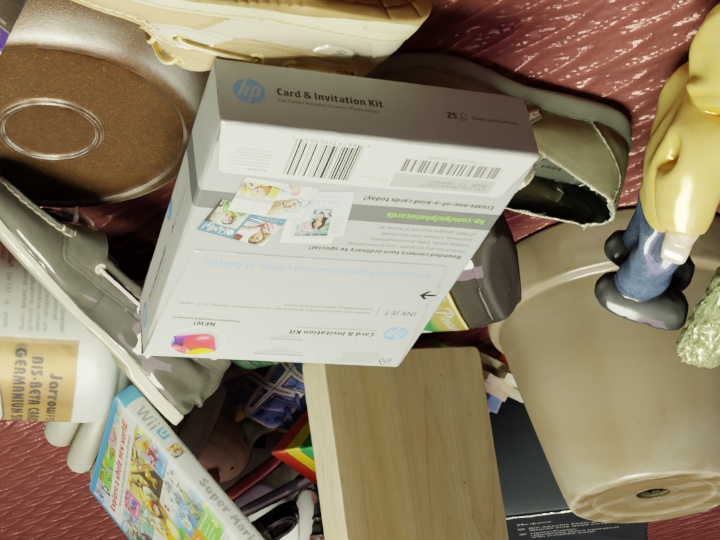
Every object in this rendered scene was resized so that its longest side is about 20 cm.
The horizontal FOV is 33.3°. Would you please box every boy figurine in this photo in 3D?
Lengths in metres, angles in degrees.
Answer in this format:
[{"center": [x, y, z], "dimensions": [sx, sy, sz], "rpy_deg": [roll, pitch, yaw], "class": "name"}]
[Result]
[{"center": [0.185, -0.064, 0.649], "dimensions": [0.064, 0.125, 0.201], "rpy_deg": [20, 133, 4], "class": "boy figurine"}]

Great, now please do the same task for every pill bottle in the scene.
[{"center": [-0.096, 0.200, 1.029], "dimensions": [0.110, 0.112, 0.200], "rpy_deg": [-1, -178, -5], "class": "pill bottle"}, {"center": [-0.206, 0.041, 0.788], "dimensions": [0.198, 0.115, 0.114], "rpy_deg": [4, 152, -16], "class": "pill bottle"}]

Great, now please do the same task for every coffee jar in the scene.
[{"center": [0.000, 0.000, 0.768], "dimensions": [0.198, 0.086, 0.104], "rpy_deg": [-10, 149, 14], "class": "coffee jar"}]

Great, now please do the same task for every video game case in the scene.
[{"center": [-0.100, 0.182, 0.772], "dimensions": [0.018, 0.200, 0.143], "rpy_deg": [-34, 163, -34], "class": "video game case"}]

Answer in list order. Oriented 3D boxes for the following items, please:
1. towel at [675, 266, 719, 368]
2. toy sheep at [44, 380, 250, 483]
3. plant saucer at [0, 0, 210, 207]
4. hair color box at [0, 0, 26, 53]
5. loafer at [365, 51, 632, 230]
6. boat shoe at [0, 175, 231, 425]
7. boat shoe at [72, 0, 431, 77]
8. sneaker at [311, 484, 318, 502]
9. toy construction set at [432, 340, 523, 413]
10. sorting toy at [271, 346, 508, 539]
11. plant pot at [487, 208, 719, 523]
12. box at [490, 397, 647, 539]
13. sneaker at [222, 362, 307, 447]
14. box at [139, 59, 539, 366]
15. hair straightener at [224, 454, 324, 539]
[{"center": [0.265, -0.023, 0.702], "dimensions": [0.199, 0.036, 0.149], "rpy_deg": [-23, 146, -42], "class": "towel"}, {"center": [-0.174, 0.103, 0.902], "dimensions": [0.199, 0.139, 0.138], "rpy_deg": [23, 147, -9], "class": "toy sheep"}, {"center": [-0.165, -0.085, 0.643], "dimensions": [0.198, 0.032, 0.201], "rpy_deg": [-4, 152, -2], "class": "plant saucer"}, {"center": [-0.249, -0.104, 0.533], "dimensions": [0.199, 0.065, 0.109], "rpy_deg": [-27, 129, 34], "class": "hair color box"}, {"center": [0.068, -0.066, 0.667], "dimensions": [0.198, 0.070, 0.075], "rpy_deg": [6, 151, -19], "class": "loafer"}, {"center": [-0.148, 0.007, 0.702], "dimensions": [0.057, 0.067, 0.200], "rpy_deg": [-43, 122, -12], "class": "boat shoe"}, {"center": [-0.068, -0.121, 0.539], "dimensions": [0.199, 0.074, 0.069], "rpy_deg": [8, 145, -24], "class": "boat shoe"}, {"center": [-0.003, 0.200, 1.086], "dimensions": [0.080, 0.147, 0.200], "rpy_deg": [-5, 152, 2], "class": "sneaker"}, {"center": [0.059, 0.136, 0.960], "dimensions": [0.130, 0.201, 0.092], "rpy_deg": [24, 159, 21], "class": "toy construction set"}, {"center": [0.019, 0.158, 0.820], "dimensions": [0.069, 0.202, 0.198], "rpy_deg": [-13, 171, 33], "class": "sorting toy"}, {"center": [0.192, 0.078, 0.853], "dimensions": [0.198, 0.175, 0.200], "rpy_deg": [-2, 152, -1], "class": "plant pot"}, {"center": [0.168, 0.204, 1.149], "dimensions": [0.195, 0.118, 0.200], "rpy_deg": [-8, 153, 9], "class": "box"}, {"center": [-0.040, 0.087, 0.941], "dimensions": [0.199, 0.078, 0.075], "rpy_deg": [-28, 143, 36], "class": "sneaker"}, {"center": [-0.020, -0.018, 0.618], "dimensions": [0.155, 0.041, 0.200], "rpy_deg": [4, 144, -19], "class": "box"}, {"center": [-0.056, 0.176, 0.905], "dimensions": [0.199, 0.077, 0.041], "rpy_deg": [-34, 171, -7], "class": "hair straightener"}]
